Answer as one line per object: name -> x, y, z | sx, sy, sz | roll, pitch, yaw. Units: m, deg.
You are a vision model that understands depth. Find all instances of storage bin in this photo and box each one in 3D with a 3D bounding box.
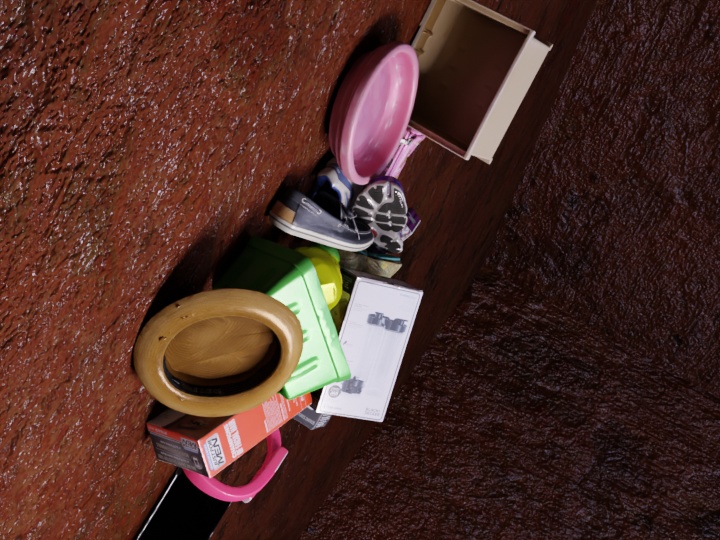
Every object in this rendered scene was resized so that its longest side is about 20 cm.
storage bin -> 0.144, -0.290, 1.660 | 0.094, 0.198, 0.200 | 4, 117, -59

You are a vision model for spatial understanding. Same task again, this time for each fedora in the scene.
fedora -> -0.170, 0.082, 1.347 | 0.082, 0.200, 0.201 | -110, -142, -53

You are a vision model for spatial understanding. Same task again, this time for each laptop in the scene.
laptop -> -0.271, 0.403, 1.756 | 0.188, 0.116, 0.200 | -58, 169, -9

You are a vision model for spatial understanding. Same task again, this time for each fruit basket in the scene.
fruit basket -> -0.076, 0.040, 1.502 | 0.215, 0.155, 0.216 | -16, 115, -37

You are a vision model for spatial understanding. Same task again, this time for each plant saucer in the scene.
plant saucer -> 0.014, -0.219, 1.550 | 0.201, 0.051, 0.201 | -52, 155, -36

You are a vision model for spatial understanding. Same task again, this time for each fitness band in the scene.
fitness band -> -0.189, 0.263, 1.694 | 0.037, 0.144, 0.200 | -45, -177, 36

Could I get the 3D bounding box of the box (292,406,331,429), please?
box -> -0.062, 0.122, 1.695 | 0.200, 0.122, 0.106 | -60, 171, -2

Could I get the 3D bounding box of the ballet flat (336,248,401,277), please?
ballet flat -> 0.000, 0.000, 1.679 | 0.071, 0.071, 0.200 | -62, 156, 8

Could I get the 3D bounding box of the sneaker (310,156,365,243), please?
sneaker -> -0.050, -0.083, 1.659 | 0.088, 0.075, 0.200 | -38, 148, -43

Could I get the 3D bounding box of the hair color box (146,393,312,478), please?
hair color box -> -0.174, 0.192, 1.528 | 0.200, 0.111, 0.064 | -35, 121, -40

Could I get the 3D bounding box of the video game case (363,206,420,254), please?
video game case -> 0.013, -0.034, 1.868 | 0.181, 0.036, 0.200 | -35, -177, 11

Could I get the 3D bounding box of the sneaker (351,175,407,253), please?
sneaker -> 0.033, -0.096, 1.662 | 0.200, 0.080, 0.084 | 92, 8, -70

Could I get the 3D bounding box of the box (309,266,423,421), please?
box -> 0.001, 0.105, 1.599 | 0.060, 0.116, 0.201 | 29, -75, 58

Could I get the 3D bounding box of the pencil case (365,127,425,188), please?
pencil case -> 0.023, -0.146, 1.764 | 0.200, 0.083, 0.087 | -61, 170, 8

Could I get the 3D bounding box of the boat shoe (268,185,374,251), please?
boat shoe -> -0.043, -0.072, 1.550 | 0.200, 0.075, 0.062 | 14, 106, -51
